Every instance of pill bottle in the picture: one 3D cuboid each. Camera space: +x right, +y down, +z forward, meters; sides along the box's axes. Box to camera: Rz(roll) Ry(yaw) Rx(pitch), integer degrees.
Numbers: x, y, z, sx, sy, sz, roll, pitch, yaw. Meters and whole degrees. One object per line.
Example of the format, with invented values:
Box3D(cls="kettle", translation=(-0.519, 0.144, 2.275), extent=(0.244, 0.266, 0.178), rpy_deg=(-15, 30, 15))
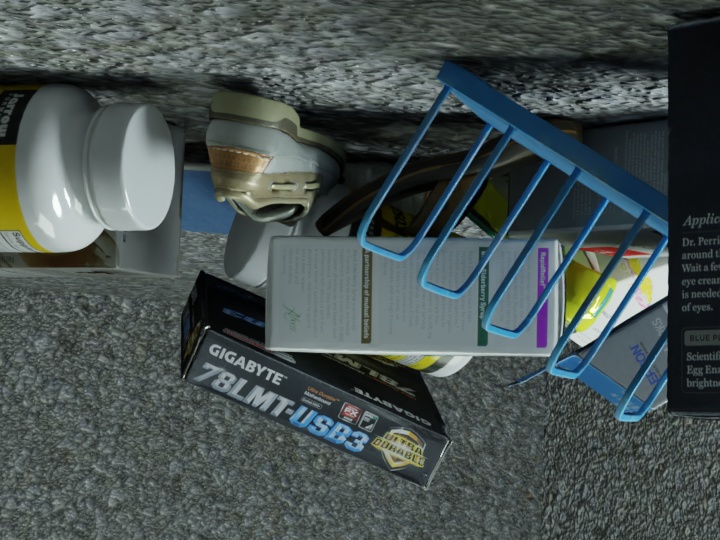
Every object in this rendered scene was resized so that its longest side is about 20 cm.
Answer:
Box3D(cls="pill bottle", translation=(0.000, 0.000, 1.258), extent=(0.199, 0.113, 0.112), rpy_deg=(22, 168, -22))
Box3D(cls="pill bottle", translation=(-0.229, -0.067, 1.065), extent=(0.199, 0.112, 0.111), rpy_deg=(0, 175, 17))

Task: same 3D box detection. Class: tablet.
Box3D(cls="tablet", translation=(-0.125, -0.061, 1.349), extent=(0.199, 0.014, 0.130), rpy_deg=(6, 158, 40))

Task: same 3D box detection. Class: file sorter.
Box3D(cls="file sorter", translation=(0.115, -0.013, 0.974), extent=(0.199, 0.123, 0.139), rpy_deg=(34, -176, 16))

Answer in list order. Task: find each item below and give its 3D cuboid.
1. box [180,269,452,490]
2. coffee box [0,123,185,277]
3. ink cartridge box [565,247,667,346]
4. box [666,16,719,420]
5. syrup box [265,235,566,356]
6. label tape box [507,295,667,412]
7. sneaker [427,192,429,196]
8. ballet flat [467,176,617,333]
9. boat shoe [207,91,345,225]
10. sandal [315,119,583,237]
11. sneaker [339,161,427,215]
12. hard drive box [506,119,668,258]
Box3D(cls="box", translation=(-0.039, 0.077, 1.222), extent=(0.199, 0.050, 0.199), rpy_deg=(24, -173, -10))
Box3D(cls="coffee box", translation=(-0.236, -0.054, 1.221), extent=(0.199, 0.115, 0.080), rpy_deg=(1, 176, 30))
Box3D(cls="ink cartridge box", translation=(0.249, -0.007, 1.330), extent=(0.199, 0.068, 0.117), rpy_deg=(-22, 151, 25))
Box3D(cls="box", translation=(0.254, -0.020, 0.842), extent=(0.117, 0.202, 0.196), rpy_deg=(-3, 173, 38))
Box3D(cls="syrup box", translation=(0.040, 0.018, 1.104), extent=(0.198, 0.082, 0.079), rpy_deg=(2, 180, 9))
Box3D(cls="label tape box", translation=(0.207, 0.055, 1.119), extent=(0.199, 0.064, 0.144), rpy_deg=(-30, 174, -1))
Box3D(cls="sneaker", translation=(0.041, -0.009, 1.473), extent=(0.079, 0.131, 0.199), rpy_deg=(1, 178, -10))
Box3D(cls="ballet flat", translation=(0.136, -0.032, 1.296), extent=(0.067, 0.067, 0.200), rpy_deg=(33, -164, -53))
Box3D(cls="boat shoe", translation=(-0.062, -0.067, 1.100), extent=(0.074, 0.069, 0.200), rpy_deg=(10, 176, 16))
Box3D(cls="sandal", translation=(0.064, -0.053, 1.130), extent=(0.199, 0.055, 0.082), rpy_deg=(-17, 178, 5))
Box3D(cls="sneaker", translation=(-0.023, -0.060, 1.370), extent=(0.091, 0.076, 0.200), rpy_deg=(13, 164, -24))
Box3D(cls="hard drive box", translation=(0.230, -0.057, 1.162), extent=(0.155, 0.077, 0.199), rpy_deg=(8, 173, -43))
